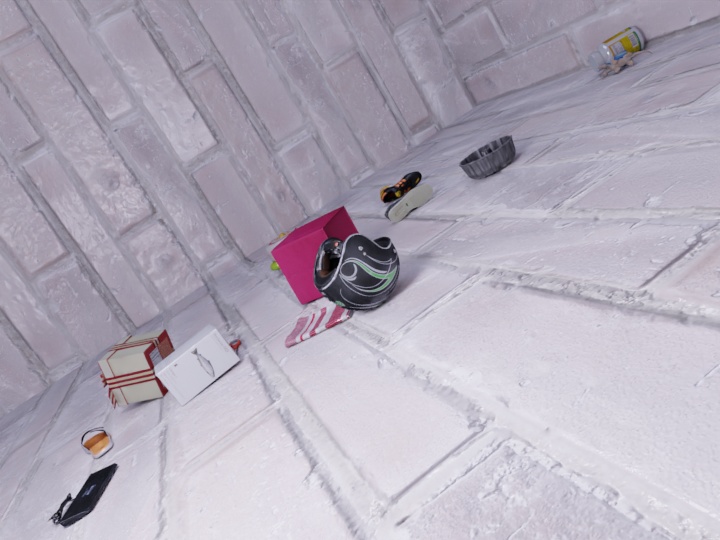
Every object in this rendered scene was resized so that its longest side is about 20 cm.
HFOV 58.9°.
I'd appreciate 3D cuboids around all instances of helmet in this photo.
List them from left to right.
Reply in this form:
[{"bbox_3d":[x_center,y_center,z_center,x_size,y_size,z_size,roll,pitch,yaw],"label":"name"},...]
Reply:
[{"bbox_3d":[0.000,0.000,1.554,0.200,0.190,0.201,-39,41,44],"label":"helmet"}]

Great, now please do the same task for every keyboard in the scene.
[{"bbox_3d":[-0.640,0.523,1.471,0.126,0.021,0.200,-25,13,3],"label":"keyboard"}]

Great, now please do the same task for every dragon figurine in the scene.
[{"bbox_3d":[1.027,-0.823,2.498,0.199,0.059,0.100,-28,14,22],"label":"dragon figurine"}]

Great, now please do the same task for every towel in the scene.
[{"bbox_3d":[-0.101,0.128,1.681,0.199,0.023,0.144,-27,15,20],"label":"towel"}]

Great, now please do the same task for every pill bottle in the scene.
[{"bbox_3d":[1.052,-0.908,2.637,0.199,0.113,0.113,-30,13,7],"label":"pill bottle"}]

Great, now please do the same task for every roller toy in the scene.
[{"bbox_3d":[-0.293,-0.094,2.640,0.182,0.140,0.200,-27,14,17],"label":"roller toy"}]

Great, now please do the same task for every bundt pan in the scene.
[{"bbox_3d":[0.439,-0.376,2.166,0.201,0.076,0.202,-29,14,8],"label":"bundt pan"}]

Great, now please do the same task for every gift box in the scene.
[{"bbox_3d":[-0.683,0.315,1.974,0.186,0.201,0.185,-12,14,14],"label":"gift box"}]

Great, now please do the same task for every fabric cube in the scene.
[{"bbox_3d":[-0.113,-0.046,1.953,0.199,0.201,0.196,-22,15,27],"label":"fabric cube"}]

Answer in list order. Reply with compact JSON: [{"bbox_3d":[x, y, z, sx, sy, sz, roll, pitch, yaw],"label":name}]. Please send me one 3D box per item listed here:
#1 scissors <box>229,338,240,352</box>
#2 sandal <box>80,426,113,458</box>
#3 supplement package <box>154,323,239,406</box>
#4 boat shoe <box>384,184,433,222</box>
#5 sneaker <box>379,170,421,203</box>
[{"bbox_3d":[-0.375,0.236,1.914,0.073,0.014,0.200,-37,14,-21],"label":"scissors"},{"bbox_3d":[-0.743,0.471,1.791,0.079,0.059,0.206,-39,15,-29],"label":"sandal"},{"bbox_3d":[-0.455,0.259,1.775,0.200,0.117,0.117,-39,14,-15],"label":"supplement package"},{"bbox_3d":[0.174,-0.250,2.311,0.200,0.072,0.068,-36,18,-9],"label":"boat shoe"},{"bbox_3d":[0.173,-0.342,2.683,0.199,0.070,0.090,-28,29,16],"label":"sneaker"}]
